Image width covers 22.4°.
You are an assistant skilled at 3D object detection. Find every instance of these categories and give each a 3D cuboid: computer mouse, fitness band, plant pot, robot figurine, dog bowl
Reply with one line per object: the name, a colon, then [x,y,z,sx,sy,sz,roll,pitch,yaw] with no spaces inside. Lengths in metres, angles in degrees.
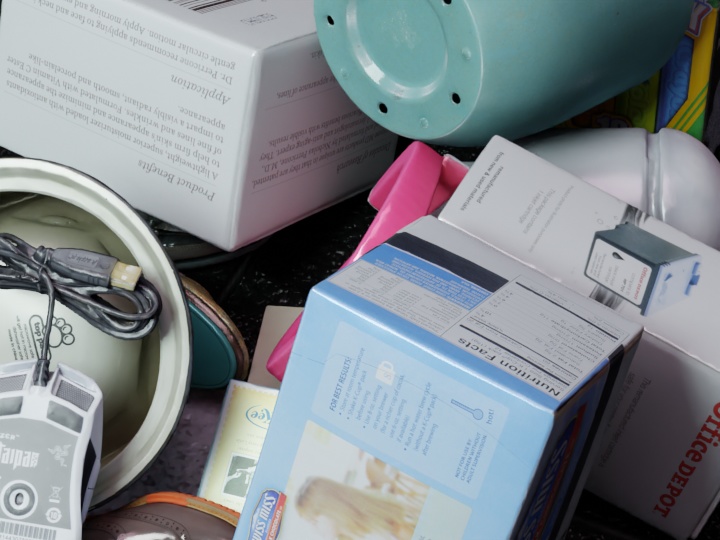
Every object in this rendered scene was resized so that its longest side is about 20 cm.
computer mouse: [-0.172,0.086,0.952,0.109,0.044,0.202,11,84,0]
fitness band: [0.000,0.000,1.026,0.037,0.200,0.144,34,73,-3]
plant pot: [0.068,-0.165,1.055,0.200,0.202,0.161,31,45,29]
robot figurine: [0.142,-0.030,1.111,0.198,0.114,0.170,0,16,8]
dog bowl: [-0.184,0.037,1.014,0.198,0.074,0.202,1,95,6]

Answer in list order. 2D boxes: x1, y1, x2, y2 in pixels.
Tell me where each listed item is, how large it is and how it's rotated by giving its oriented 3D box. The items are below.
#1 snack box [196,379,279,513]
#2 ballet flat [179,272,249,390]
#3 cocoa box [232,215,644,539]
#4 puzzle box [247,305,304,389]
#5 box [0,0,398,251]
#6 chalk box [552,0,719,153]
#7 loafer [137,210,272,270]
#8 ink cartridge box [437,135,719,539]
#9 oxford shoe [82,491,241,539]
snack box: [0.006,0.140,1.014,0.198,0.037,0.117,12,77,17]
ballet flat: [-0.148,0.018,1.151,0.198,0.071,0.071,18,55,19]
cocoa box: [0.030,0.101,0.883,0.133,0.202,0.131,26,26,18]
puzzle box: [0.027,0.087,1.089,0.198,0.026,0.134,4,51,11]
box: [-0.097,-0.128,1.167,0.198,0.132,0.200,24,27,24]
chalk box: [0.186,-0.186,1.162,0.123,0.202,0.125,15,37,21]
loafer: [-0.155,-0.043,1.198,0.198,0.063,0.072,-2,51,7]
ink cartridge box: [0.128,0.040,1.003,0.199,0.147,0.086,27,51,9]
oxford shoe: [-0.141,0.167,0.988,0.198,0.072,0.072,-7,12,27]
